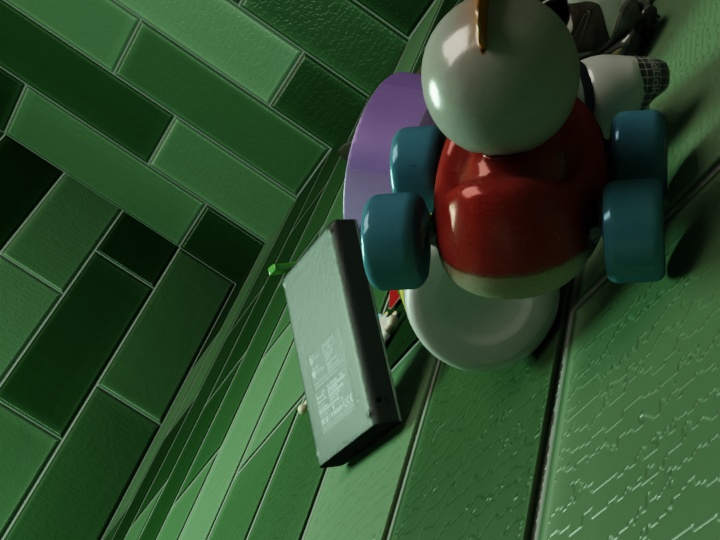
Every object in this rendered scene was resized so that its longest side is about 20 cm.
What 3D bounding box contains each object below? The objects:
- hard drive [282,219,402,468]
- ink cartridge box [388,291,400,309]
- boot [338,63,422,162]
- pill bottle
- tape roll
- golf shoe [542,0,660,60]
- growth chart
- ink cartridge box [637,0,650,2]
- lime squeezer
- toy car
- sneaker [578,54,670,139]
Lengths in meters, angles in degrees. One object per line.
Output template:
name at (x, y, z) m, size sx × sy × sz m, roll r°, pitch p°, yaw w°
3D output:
hard drive at (-0.022, 0.071, 1.130) m, size 0.140 × 0.032 × 0.203 m, roll -46°, pitch 52°, yaw 55°
ink cartridge box at (0.054, -0.074, 1.417) m, size 0.176 × 0.083 × 0.200 m, roll -55°, pitch 10°, yaw 18°
boot at (0.058, -0.185, 1.299) m, size 0.201 × 0.064 × 0.186 m, roll -53°, pitch 1°, yaw -8°
pill bottle at (0.082, -0.002, 0.912) m, size 0.113 × 0.112 × 0.200 m, roll -56°, pitch 9°, yaw 9°
tape roll at (0.056, -0.095, 1.193) m, size 0.200 × 0.065 × 0.203 m, roll -44°, pitch -40°, yaw -52°
golf shoe at (0.195, -0.215, 1.098) m, size 0.078 × 0.094 × 0.200 m, roll -61°, pitch 8°, yaw -21°
growth chart at (-0.013, 0.109, 1.377) m, size 0.146 × 0.018 × 0.200 m, roll -59°, pitch 9°, yaw -12°
ink cartridge box at (0.275, -0.322, 1.176) m, size 0.202 × 0.050 × 0.161 m, roll -61°, pitch 9°, yaw -5°
lime squeezer at (0.000, 0.000, 1.260) m, size 0.071 × 0.198 × 0.038 m, roll -54°, pitch 49°, yaw 24°
toy car at (0.091, -0.105, 0.721) m, size 0.178 × 0.182 × 0.202 m, roll -68°, pitch -28°, yaw -53°
sneaker at (0.176, -0.100, 0.903) m, size 0.200 × 0.079 × 0.077 m, roll 97°, pitch 160°, yaw -74°
